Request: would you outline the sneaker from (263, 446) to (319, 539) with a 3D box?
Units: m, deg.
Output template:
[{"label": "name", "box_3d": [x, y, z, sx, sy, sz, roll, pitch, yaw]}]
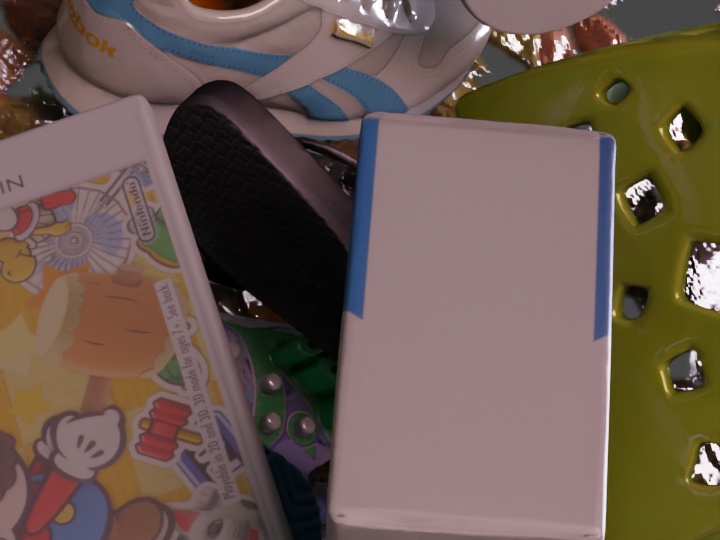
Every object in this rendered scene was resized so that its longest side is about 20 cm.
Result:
[{"label": "sneaker", "box_3d": [-0.082, 0.152, 0.890, 0.076, 0.081, 0.200, 37, 66, -21]}]

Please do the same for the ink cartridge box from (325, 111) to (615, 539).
[{"label": "ink cartridge box", "box_3d": [0.033, 0.066, 0.884, 0.084, 0.200, 0.145, 4, 58, 1]}]

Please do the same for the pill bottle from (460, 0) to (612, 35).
[{"label": "pill bottle", "box_3d": [0.037, -0.185, 1.045, 0.112, 0.112, 0.200, 5, 41, -33]}]

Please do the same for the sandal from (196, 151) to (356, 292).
[{"label": "sandal", "box_3d": [0.022, -0.012, 1.069, 0.200, 0.048, 0.076, 6, 72, -32]}]

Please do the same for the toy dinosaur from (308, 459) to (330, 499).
[{"label": "toy dinosaur", "box_3d": [0.047, 0.154, 1.005, 0.200, 0.060, 0.106, 57, 45, -16]}]

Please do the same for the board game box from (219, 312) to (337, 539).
[{"label": "board game box", "box_3d": [-0.081, 0.104, 0.978, 0.199, 0.026, 0.201, 11, 70, -31]}]

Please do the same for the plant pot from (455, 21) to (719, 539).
[{"label": "plant pot", "box_3d": [0.183, -0.013, 1.066, 0.199, 0.181, 0.201, -13, 82, -54]}]

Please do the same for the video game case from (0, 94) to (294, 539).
[{"label": "video game case", "box_3d": [-0.127, 0.055, 0.868, 0.181, 0.023, 0.201, -19, 64, -2]}]

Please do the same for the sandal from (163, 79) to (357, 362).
[{"label": "sandal", "box_3d": [0.000, 0.000, 1.009, 0.200, 0.076, 0.043, 47, 57, -25]}]

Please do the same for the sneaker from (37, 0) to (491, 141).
[{"label": "sneaker", "box_3d": [-0.022, -0.100, 1.038, 0.199, 0.081, 0.077, -11, 57, -37]}]
